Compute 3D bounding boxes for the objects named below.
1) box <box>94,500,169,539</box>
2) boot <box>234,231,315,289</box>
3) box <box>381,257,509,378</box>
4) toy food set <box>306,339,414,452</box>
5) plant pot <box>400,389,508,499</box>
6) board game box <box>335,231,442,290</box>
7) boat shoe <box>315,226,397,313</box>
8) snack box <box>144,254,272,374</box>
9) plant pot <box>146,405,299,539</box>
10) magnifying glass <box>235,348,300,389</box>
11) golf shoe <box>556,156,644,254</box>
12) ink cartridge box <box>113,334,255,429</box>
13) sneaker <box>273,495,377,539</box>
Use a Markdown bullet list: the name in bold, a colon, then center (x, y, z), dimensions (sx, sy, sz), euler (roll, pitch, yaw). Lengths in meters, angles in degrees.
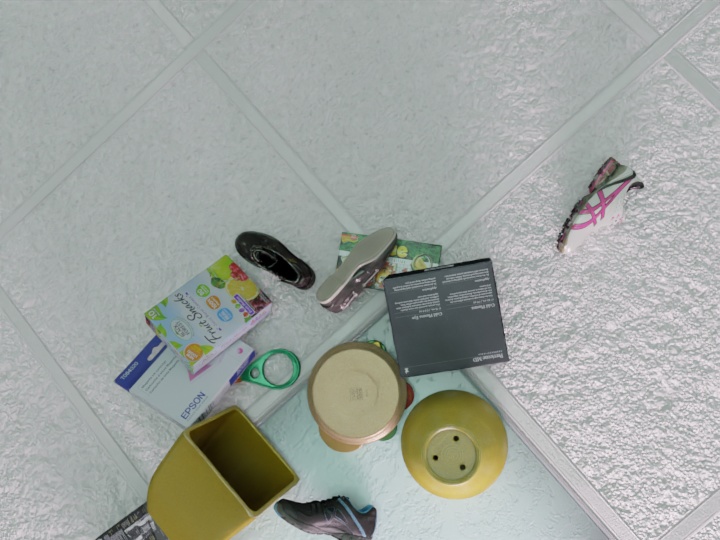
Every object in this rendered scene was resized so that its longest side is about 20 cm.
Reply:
- **box**: center (-0.397, 0.557, 1.351), dimensions (0.158, 0.050, 0.200), euler (-37, 80, 4)
- **boot**: center (-0.173, -0.027, 1.312), dimensions (0.200, 0.174, 0.069), euler (29, 89, 11)
- **box**: center (0.155, 0.084, 1.267), dimensions (0.200, 0.104, 0.183), euler (-9, 93, 9)
- **toy food set**: center (-0.003, 0.234, 1.321), dimensions (0.198, 0.049, 0.200), euler (-22, 80, 6)
- **plant pot**: center (0.163, 0.318, 1.236), dimensions (0.200, 0.142, 0.201), euler (-1, 84, 10)
- **board game box**: center (0.053, -0.011, 1.351), dimensions (0.200, 0.023, 0.105), euler (8, 83, 10)
- **boat shoe**: center (0.000, 0.000, 1.327), dimensions (0.200, 0.057, 0.067), euler (-44, 43, 0)
- **snack box**: center (-0.289, 0.081, 1.337), dimensions (0.142, 0.053, 0.200), euler (44, 63, 14)
- **plant pot**: center (-0.273, 0.406, 1.283), dimensions (0.196, 0.194, 0.200), euler (46, 106, 11)
- **magnifying glass**: center (-0.216, 0.205, 1.375), dimensions (0.200, 0.022, 0.080), euler (-11, 82, 6)
- **golf shoe**: center (0.437, -0.106, 1.271), dimensions (0.092, 0.073, 0.200), euler (35, 90, 10)
- **ink cartridge box**: center (-0.339, 0.182, 1.334), dimensions (0.200, 0.043, 0.196), euler (28, 60, 15)
- **sneaker**: center (-0.063, 0.447, 1.282), dimensions (0.200, 0.073, 0.082), euler (23, 78, -17)
